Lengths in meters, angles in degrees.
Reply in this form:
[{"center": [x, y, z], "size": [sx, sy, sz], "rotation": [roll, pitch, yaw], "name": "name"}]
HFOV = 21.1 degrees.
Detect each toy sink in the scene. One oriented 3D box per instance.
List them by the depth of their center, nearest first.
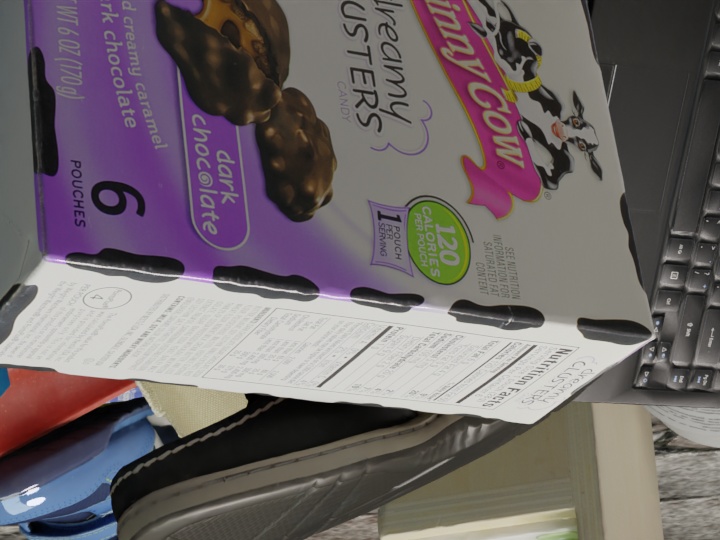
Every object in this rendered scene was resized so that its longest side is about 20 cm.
[{"center": [0.076, 0.090, 0.937], "size": [0.111, 0.202, 0.130], "rotation": [-11, 159, 19], "name": "toy sink"}]

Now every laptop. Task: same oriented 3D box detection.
[{"center": [0.175, -0.014, 0.683], "size": [0.198, 0.179, 0.103], "rotation": [4, -162, -19], "name": "laptop"}]

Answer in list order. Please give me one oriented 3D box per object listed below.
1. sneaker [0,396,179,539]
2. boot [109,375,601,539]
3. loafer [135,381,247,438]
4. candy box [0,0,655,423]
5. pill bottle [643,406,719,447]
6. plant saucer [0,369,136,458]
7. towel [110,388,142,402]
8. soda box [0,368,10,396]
[{"center": [-0.117, 0.101, 0.871], "size": [0.073, 0.083, 0.200], "rotation": [-7, 178, 16], "name": "sneaker"}, {"center": [-0.021, 0.005, 0.648], "size": [0.199, 0.151, 0.073], "rotation": [-19, 164, -34], "name": "boot"}, {"center": [-0.052, 0.031, 0.756], "size": [0.075, 0.068, 0.200], "rotation": [-37, 157, -8], "name": "loafer"}, {"center": [-0.021, -0.051, 0.587], "size": [0.198, 0.169, 0.072], "rotation": [8, 150, -30], "name": "candy box"}, {"center": [0.160, 0.009, 0.860], "size": [0.112, 0.114, 0.200], "rotation": [-8, 159, 10], "name": "pill bottle"}, {"center": [-0.130, 0.001, 0.716], "size": [0.199, 0.037, 0.201], "rotation": [-28, 154, -28], "name": "plant saucer"}, {"center": [-0.082, 0.082, 1.082], "size": [0.198, 0.024, 0.145], "rotation": [-1, 159, -6], "name": "towel"}, {"center": [-0.158, -0.046, 0.541], "size": [0.067, 0.202, 0.064], "rotation": [-8, -164, 10], "name": "soda box"}]
